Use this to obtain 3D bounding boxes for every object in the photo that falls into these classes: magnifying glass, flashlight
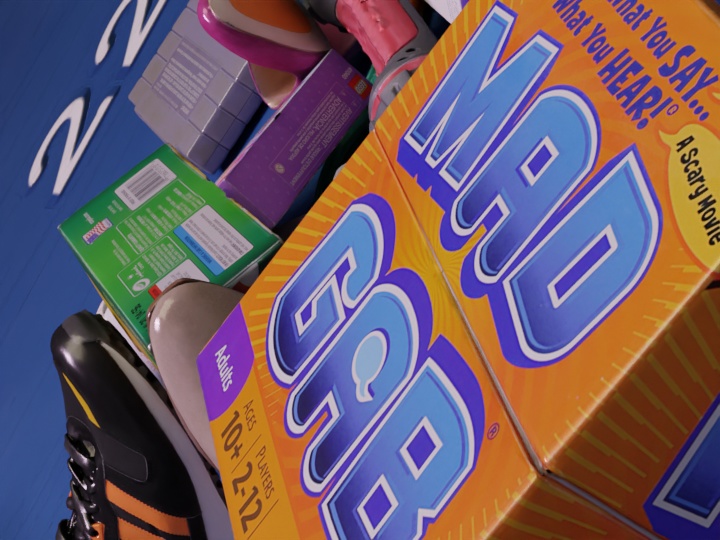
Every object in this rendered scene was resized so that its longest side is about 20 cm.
[{"bbox_3d":[0.014,-0.106,1.131,0.079,0.022,0.201,-31,35,47],"label":"magnifying glass"},{"bbox_3d":[0.011,-0.120,1.043,0.067,0.068,0.201,-25,44,-6],"label":"flashlight"}]

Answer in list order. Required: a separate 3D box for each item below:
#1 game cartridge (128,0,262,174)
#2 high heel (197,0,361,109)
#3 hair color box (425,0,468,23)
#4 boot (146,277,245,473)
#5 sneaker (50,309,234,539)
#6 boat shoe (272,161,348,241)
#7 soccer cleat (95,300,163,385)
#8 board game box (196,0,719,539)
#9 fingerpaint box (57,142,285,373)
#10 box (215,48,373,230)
[{"bbox_3d":[-0.103,-0.145,1.391,0.130,0.038,0.200,-60,24,6],"label":"game cartridge"},{"bbox_3d":[-0.062,-0.126,1.146,0.096,0.068,0.200,-40,-6,22],"label":"high heel"},{"bbox_3d":[0.047,-0.210,1.072,0.064,0.110,0.200,-16,24,-10],"label":"hair color box"},{"bbox_3d":[0.003,0.092,0.710,0.070,0.200,0.146,-46,17,3],"label":"boot"},{"bbox_3d":[-0.106,0.114,0.876,0.090,0.201,0.070,-32,35,-12],"label":"sneaker"},{"bbox_3d":[0.000,0.000,0.993,0.200,0.071,0.072,144,141,-61],"label":"boat shoe"},{"bbox_3d":[-0.115,0.029,1.032,0.201,0.084,0.069,85,-155,-46],"label":"soccer cleat"},{"bbox_3d":[0.097,0.048,0.568,0.200,0.199,0.200,-51,26,15],"label":"board game box"},{"bbox_3d":[-0.046,0.047,0.877,0.073,0.167,0.200,-37,24,-6],"label":"fingerpaint box"},{"bbox_3d":[-0.079,-0.023,1.114,0.200,0.039,0.137,-45,7,44],"label":"box"}]
